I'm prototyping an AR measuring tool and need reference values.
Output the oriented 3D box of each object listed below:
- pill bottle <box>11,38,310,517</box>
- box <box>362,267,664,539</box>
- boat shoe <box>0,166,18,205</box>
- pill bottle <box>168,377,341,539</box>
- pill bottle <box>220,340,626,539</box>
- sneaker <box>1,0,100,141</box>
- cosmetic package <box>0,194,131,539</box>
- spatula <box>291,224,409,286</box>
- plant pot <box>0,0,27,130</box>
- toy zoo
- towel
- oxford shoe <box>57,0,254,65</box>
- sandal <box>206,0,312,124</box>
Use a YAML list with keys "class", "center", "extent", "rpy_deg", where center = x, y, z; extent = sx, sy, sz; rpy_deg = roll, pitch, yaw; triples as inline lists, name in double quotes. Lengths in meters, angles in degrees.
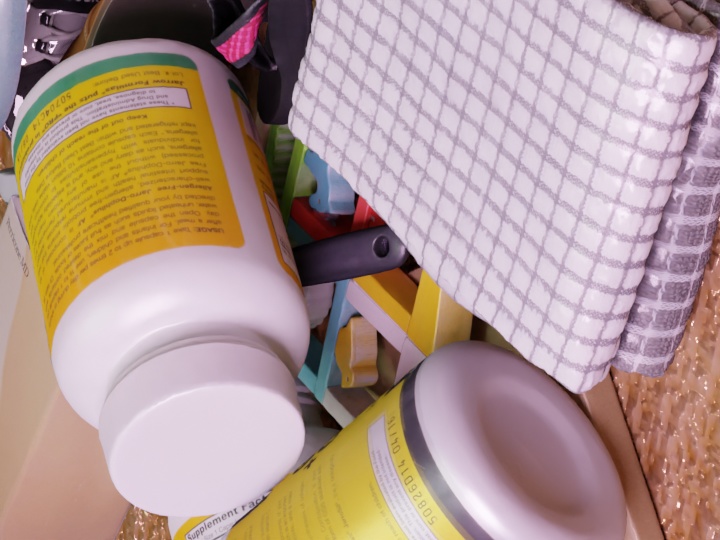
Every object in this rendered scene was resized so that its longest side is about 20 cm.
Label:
- class: "pill bottle"
  center: [-0.084, 0.004, 1.221]
  extent: [0.113, 0.112, 0.201]
  rpy_deg: [111, 152, -42]
- class: "box"
  center: [0.066, 0.090, 1.235]
  extent: [0.163, 0.021, 0.201]
  rpy_deg: [-27, 79, 56]
- class: "boat shoe"
  center: [-0.121, -0.028, 1.429]
  extent: [0.199, 0.068, 0.057]
  rpy_deg: [6, 108, 53]
- class: "pill bottle"
  center: [-0.028, 0.145, 1.312]
  extent: [0.104, 0.104, 0.201]
  rpy_deg: [-49, 53, 52]
- class: "pill bottle"
  center: [0.007, 0.127, 1.165]
  extent: [0.200, 0.112, 0.112]
  rpy_deg: [-42, 66, 28]
- class: "sneaker"
  center: [-0.149, -0.152, 1.388]
  extent: [0.088, 0.074, 0.201]
  rpy_deg: [-2, 97, 52]
- class: "cosmetic package"
  center: [-0.151, 0.067, 1.361]
  extent: [0.105, 0.071, 0.201]
  rpy_deg: [62, 140, 37]
- class: "spatula"
  center: [-0.035, 0.001, 1.280]
  extent: [0.200, 0.020, 0.057]
  rpy_deg: [-13, 80, 58]
- class: "plant pot"
  center: [-0.253, -0.154, 1.352]
  extent: [0.200, 0.133, 0.202]
  rpy_deg: [173, 90, -65]
- class: "toy zoo"
  center: [0.000, 0.000, 1.263]
  extent: [0.200, 0.020, 0.132]
  rpy_deg: [44, 129, 48]
- class: "towel"
  center: [0.066, -0.073, 1.110]
  extent: [0.200, 0.085, 0.166]
  rpy_deg: [43, 132, 38]
- class: "oxford shoe"
  center: [-0.107, -0.113, 1.340]
  extent: [0.200, 0.071, 0.071]
  rpy_deg: [-52, 34, 22]
- class: "sandal"
  center: [-0.043, -0.123, 1.202]
  extent: [0.200, 0.045, 0.076]
  rpy_deg: [99, 169, -71]
